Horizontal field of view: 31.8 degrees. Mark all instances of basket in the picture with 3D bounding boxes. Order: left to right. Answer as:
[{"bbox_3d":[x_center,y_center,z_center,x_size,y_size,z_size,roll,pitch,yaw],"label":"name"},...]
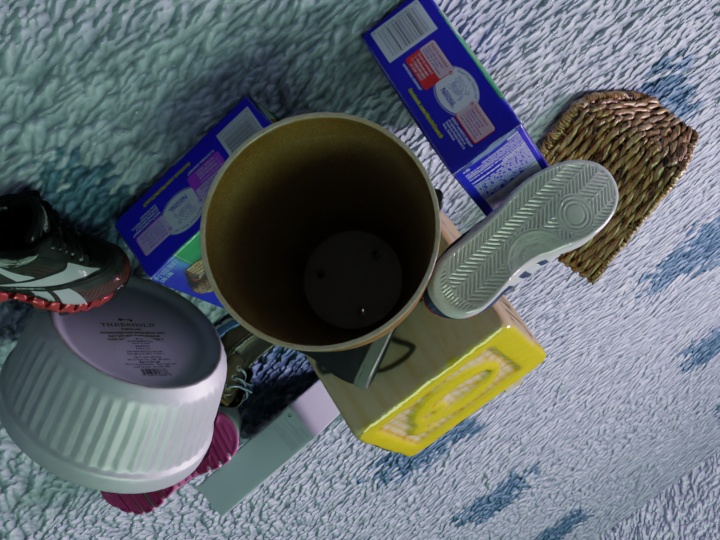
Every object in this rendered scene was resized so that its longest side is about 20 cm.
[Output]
[{"bbox_3d":[0.273,-0.116,1.458,0.200,0.149,0.143,-58,177,39],"label":"basket"}]

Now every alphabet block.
[{"bbox_3d":[0.048,0.052,1.318,0.195,0.200,0.196,-38,157,9],"label":"alphabet block"}]

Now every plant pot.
[{"bbox_3d":[-0.017,-0.011,1.055,0.186,0.187,0.200,-34,165,0],"label":"plant pot"}]

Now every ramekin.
[{"bbox_3d":[-0.213,0.090,1.129,0.200,0.200,0.105,-4,132,-44],"label":"ramekin"}]

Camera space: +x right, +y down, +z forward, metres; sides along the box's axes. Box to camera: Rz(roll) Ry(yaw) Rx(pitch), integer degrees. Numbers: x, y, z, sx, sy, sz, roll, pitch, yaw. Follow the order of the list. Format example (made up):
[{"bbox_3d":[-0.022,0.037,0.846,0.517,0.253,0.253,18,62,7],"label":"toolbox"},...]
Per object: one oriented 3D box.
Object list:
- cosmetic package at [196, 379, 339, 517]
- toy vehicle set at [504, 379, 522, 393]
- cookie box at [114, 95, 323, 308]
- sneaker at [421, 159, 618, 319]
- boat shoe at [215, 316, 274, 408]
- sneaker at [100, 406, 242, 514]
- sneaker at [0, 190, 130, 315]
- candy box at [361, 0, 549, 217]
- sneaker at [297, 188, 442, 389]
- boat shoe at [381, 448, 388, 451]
[{"bbox_3d":[-0.095,0.200,1.496,0.151,0.052,0.200,-40,178,16],"label":"cosmetic package"},{"bbox_3d":[0.149,0.059,1.535,0.026,0.124,0.200,-31,152,-6],"label":"toy vehicle set"},{"bbox_3d":[-0.094,-0.047,1.157,0.171,0.075,0.200,-42,152,11],"label":"cookie box"},{"bbox_3d":[0.131,-0.026,1.088,0.200,0.075,0.085,-32,177,-17],"label":"sneaker"},{"bbox_3d":[-0.151,0.113,1.355,0.200,0.072,0.072,-35,152,2],"label":"boat shoe"},{"bbox_3d":[-0.209,0.210,1.436,0.199,0.082,0.088,-26,-176,19],"label":"sneaker"},{"bbox_3d":[-0.260,-0.015,1.033,0.200,0.071,0.098,5,136,-48],"label":"sneaker"},{"bbox_3d":[0.101,-0.129,1.134,0.077,0.169,0.200,-34,153,8],"label":"candy box"},{"bbox_3d":[0.000,0.000,1.187,0.075,0.106,0.201,54,61,-85],"label":"sneaker"},{"bbox_3d":[0.042,0.144,1.627,0.074,0.075,0.200,-47,157,-42],"label":"boat shoe"}]
